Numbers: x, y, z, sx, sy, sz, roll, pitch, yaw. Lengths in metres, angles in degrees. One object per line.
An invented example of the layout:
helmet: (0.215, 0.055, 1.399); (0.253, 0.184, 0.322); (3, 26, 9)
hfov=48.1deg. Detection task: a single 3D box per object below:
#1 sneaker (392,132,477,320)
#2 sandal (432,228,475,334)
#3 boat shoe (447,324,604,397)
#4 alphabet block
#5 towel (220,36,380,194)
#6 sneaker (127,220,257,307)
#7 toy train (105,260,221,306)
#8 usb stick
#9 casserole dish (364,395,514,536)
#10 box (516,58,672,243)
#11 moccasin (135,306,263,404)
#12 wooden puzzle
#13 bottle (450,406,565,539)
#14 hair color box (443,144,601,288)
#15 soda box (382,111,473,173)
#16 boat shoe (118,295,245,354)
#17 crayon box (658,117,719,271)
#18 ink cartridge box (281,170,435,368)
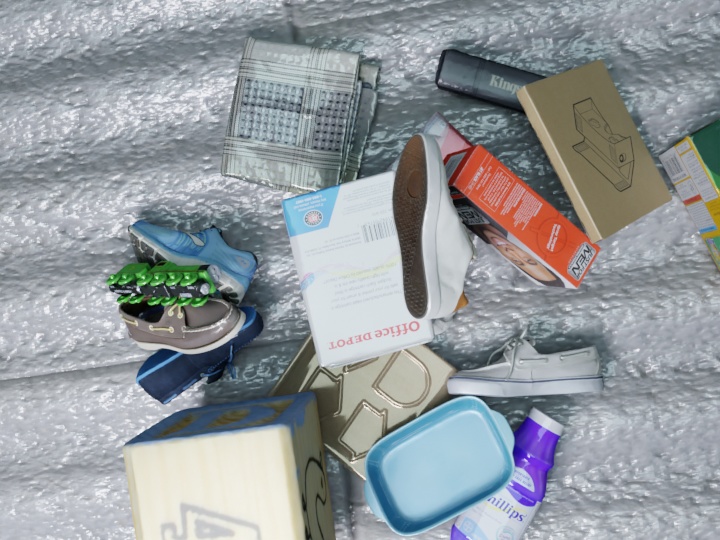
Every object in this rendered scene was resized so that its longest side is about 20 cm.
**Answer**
sneaker: (0.087, -0.051, 0.908); (0.083, 0.072, 0.205); (-7, 98, -32)
sandal: (0.099, -0.023, 1.035); (0.049, 0.081, 0.208); (12, 88, 49)
boat shoe: (0.204, 0.112, 1.007); (0.197, 0.075, 0.088); (-3, 80, -1)
alphabet block: (-0.143, 0.269, 0.941); (0.191, 0.195, 0.205); (-8, 91, 8)
towel: (-0.080, -0.201, 1.073); (0.195, 0.035, 0.197); (12, 89, 6)
sneaker: (-0.221, -0.020, 1.072); (0.197, 0.079, 0.090); (24, 52, 18)
toy train: (-0.244, 0.014, 1.003); (0.197, 0.056, 0.042); (0, 124, 40)
usb stick: (0.192, -0.236, 1.044); (0.196, 0.033, 0.057); (18, 83, 6)
casserole dish: (0.097, 0.237, 0.984); (0.197, 0.039, 0.123); (-30, 72, 9)
box: (0.290, -0.151, 0.987); (0.162, 0.021, 0.203); (-24, 85, -34)
moccasin: (-0.202, 0.112, 1.061); (0.197, 0.081, 0.069); (-26, 113, 23)
wooden puzzle: (0.006, 0.152, 1.047); (0.198, 0.046, 0.187); (36, 92, 2)
bottle: (0.188, 0.270, 1.007); (0.082, 0.065, 0.203); (29, 91, 10)
hair color box: (0.181, -0.061, 0.971); (0.198, 0.101, 0.062); (36, 82, -13)
soda box: (0.057, -0.102, 1.039); (0.070, 0.063, 0.201); (41, 92, 6)
boat shoe: (-0.230, 0.059, 1.022); (0.197, 0.072, 0.060); (-4, 132, 38)
crayon box: (0.439, -0.071, 0.963); (0.051, 0.126, 0.203); (-26, 86, 4)
ink cartridge box: (0.000, 0.000, 0.968); (0.141, 0.085, 0.205); (-13, 89, 3)
